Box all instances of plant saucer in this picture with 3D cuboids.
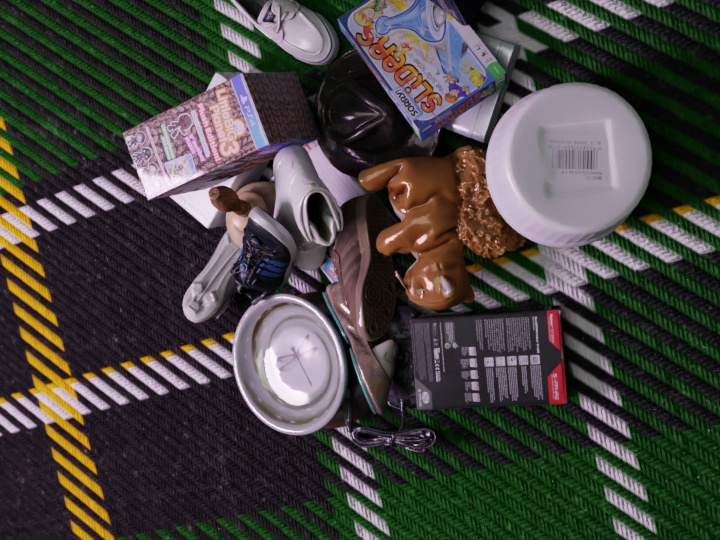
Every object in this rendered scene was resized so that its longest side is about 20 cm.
[{"bbox_3d":[-0.091,0.129,1.652,0.199,0.050,0.202,6,101,34],"label":"plant saucer"},{"bbox_3d":[-0.062,0.132,1.689,0.199,0.032,0.202,4,98,28],"label":"plant saucer"}]

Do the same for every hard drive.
[{"bbox_3d":[0.101,-0.266,1.559,0.199,0.027,0.133,24,106,24],"label":"hard drive"}]

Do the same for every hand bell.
[{"bbox_3d":[-0.162,-0.085,1.567,0.103,0.200,0.105,-1,84,11],"label":"hand bell"}]

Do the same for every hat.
[{"bbox_3d":[0.008,-0.210,1.551,0.199,0.081,0.203,2,93,27],"label":"hat"}]

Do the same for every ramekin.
[{"bbox_3d":[0.255,-0.131,1.410,0.198,0.098,0.203,0,88,0],"label":"ramekin"}]

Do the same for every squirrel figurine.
[{"bbox_3d":[0.118,-0.051,1.502,0.198,0.141,0.188,-17,74,16],"label":"squirrel figurine"}]

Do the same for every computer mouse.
[{"bbox_3d":[0.039,0.151,1.624,0.139,0.046,0.202,-6,90,24],"label":"computer mouse"}]

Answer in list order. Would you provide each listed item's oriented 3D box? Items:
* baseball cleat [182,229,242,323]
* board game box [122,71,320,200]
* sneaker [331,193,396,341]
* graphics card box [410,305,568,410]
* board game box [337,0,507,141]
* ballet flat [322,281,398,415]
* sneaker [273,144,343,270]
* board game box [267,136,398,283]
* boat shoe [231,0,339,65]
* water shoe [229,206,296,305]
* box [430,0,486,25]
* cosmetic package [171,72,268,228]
[{"bbox_3d":[-0.189,-0.007,1.717,0.070,0.106,0.200,43,83,6],"label":"baseball cleat"},{"bbox_3d":[-0.183,-0.180,1.554,0.199,0.159,0.098,-21,91,24],"label":"board game box"},{"bbox_3d":[0.000,0.000,1.571,0.075,0.070,0.202,-14,67,42],"label":"sneaker"},{"bbox_3d":[0.168,0.115,1.531,0.198,0.051,0.127,-5,95,12],"label":"graphics card box"},{"bbox_3d":[0.078,-0.282,1.505,0.135,0.034,0.201,-34,69,-3],"label":"board game box"},{"bbox_3d":[0.011,0.094,1.575,0.067,0.068,0.201,-26,69,5],"label":"ballet flat"},{"bbox_3d":[-0.068,-0.052,1.541,0.116,0.073,0.201,-122,17,-44],"label":"sneaker"},{"bbox_3d":[-0.038,-0.080,1.648,0.126,0.035,0.200,-44,76,24],"label":"board game box"},{"bbox_3d":[-0.116,-0.358,1.638,0.200,0.066,0.072,45,113,16],"label":"boat shoe"},{"bbox_3d":[-0.132,-0.011,1.560,0.071,0.200,0.079,38,71,16],"label":"water shoe"},{"bbox_3d":[0.105,-0.453,1.453,0.198,0.123,0.201,38,94,19],"label":"box"},{"bbox_3d":[-0.195,-0.174,1.693,0.113,0.081,0.201,36,110,16],"label":"cosmetic package"}]
